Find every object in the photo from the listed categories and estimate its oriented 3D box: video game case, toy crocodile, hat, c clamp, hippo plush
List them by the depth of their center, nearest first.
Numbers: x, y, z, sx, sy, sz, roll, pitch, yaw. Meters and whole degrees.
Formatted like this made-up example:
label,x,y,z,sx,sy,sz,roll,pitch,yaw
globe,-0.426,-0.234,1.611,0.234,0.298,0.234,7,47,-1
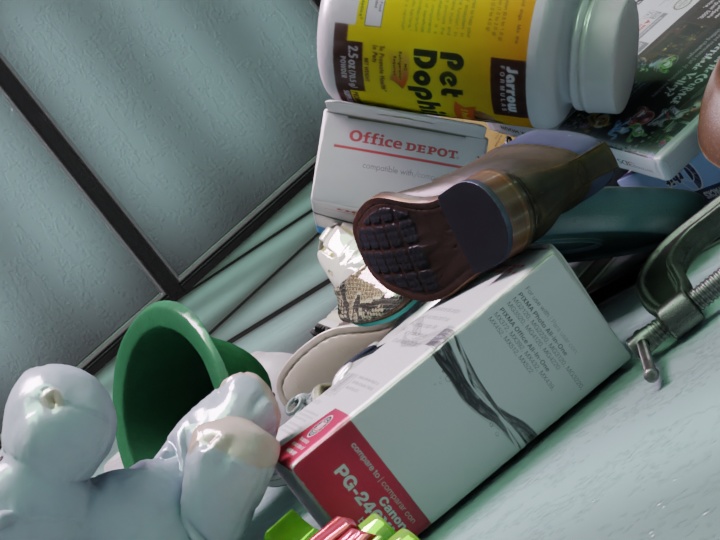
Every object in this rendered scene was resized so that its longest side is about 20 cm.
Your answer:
label,x,y,z,sx,sy,sz,roll,pitch,yaw
toy crocodile,-0.005,0.157,1.341,0.068,0.062,0.200,-39,7,-9
c clamp,0.225,-0.018,1.450,0.200,0.027,0.171,-41,13,4
hippo plush,-0.149,0.136,1.489,0.159,0.161,0.200,-138,68,-83
video game case,0.208,-0.144,1.739,0.200,0.023,0.182,-42,34,-21
hat,-0.071,0.096,1.877,0.176,0.200,0.166,-3,-56,-34

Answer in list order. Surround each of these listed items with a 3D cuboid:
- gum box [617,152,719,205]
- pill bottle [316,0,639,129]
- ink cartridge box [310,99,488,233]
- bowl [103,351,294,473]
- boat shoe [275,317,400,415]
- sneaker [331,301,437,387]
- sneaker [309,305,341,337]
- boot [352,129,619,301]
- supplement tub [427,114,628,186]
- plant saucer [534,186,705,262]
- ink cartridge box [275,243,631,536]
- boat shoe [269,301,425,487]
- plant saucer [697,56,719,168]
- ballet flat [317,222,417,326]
label,x,y,z,sx,sy,sz,roll,pitch,yaw
gum box,0.289,-0.120,1.751,0.200,0.045,0.170,-42,8,-19
pill bottle,0.079,-0.153,1.697,0.200,0.109,0.109,8,24,17
ink cartridge box,0.026,-0.062,1.790,0.200,0.116,0.068,81,-162,-82
bowl,-0.127,0.142,2.114,0.200,0.075,0.200,-41,5,-28
boat shoe,0.028,0.049,1.907,0.200,0.072,0.060,-31,10,22
sneaker,0.062,0.049,1.659,0.130,0.079,0.199,-45,-7,23
sneaker,0.018,0.037,2.044,0.093,0.070,0.200,-45,4,-6
boot,0.074,-0.034,1.550,0.097,0.075,0.200,-26,7,-26
supplement tub,0.132,-0.133,1.879,0.145,0.200,0.145,-39,-18,-15
plant saucer,0.126,-0.026,1.672,0.200,0.027,0.200,-3,-7,0
ink cartridge box,0.048,0.077,1.514,0.200,0.083,0.145,-38,6,-7
boat shoe,-0.001,0.084,1.837,0.202,0.065,0.074,-36,6,24
plant saucer,0.292,-0.135,1.585,0.200,0.037,0.200,-26,26,14
ballet flat,0.000,0.000,1.775,0.068,0.075,0.200,-41,2,-4
